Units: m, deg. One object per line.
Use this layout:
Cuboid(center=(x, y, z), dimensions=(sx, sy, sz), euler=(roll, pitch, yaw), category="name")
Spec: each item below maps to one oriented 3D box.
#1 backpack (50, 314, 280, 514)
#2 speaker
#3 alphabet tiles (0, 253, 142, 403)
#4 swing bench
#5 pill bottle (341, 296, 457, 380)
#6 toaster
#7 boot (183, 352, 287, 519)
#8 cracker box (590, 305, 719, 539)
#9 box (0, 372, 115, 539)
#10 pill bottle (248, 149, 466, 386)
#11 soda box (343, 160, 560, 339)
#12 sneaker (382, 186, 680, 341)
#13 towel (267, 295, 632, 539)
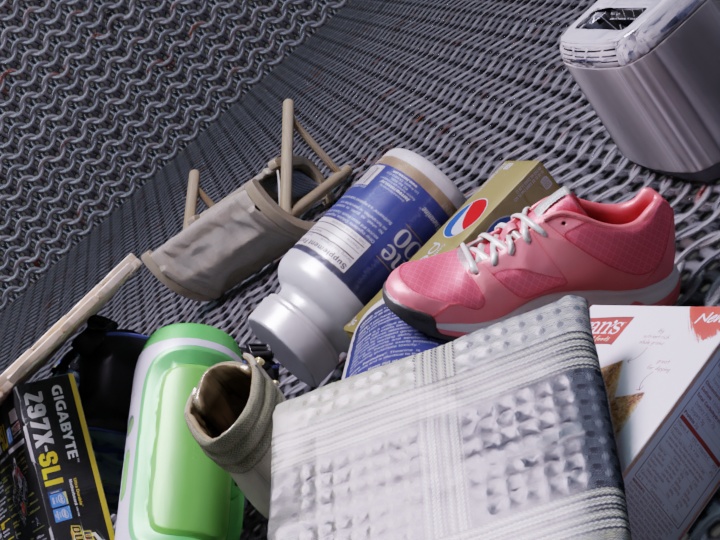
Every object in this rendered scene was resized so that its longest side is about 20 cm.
Cuboid(center=(-0.178, 0.131, 1.101), dimensions=(0.200, 0.181, 0.149), euler=(160, 118, -64), category="backpack")
Cuboid(center=(-0.126, 0.142, 0.932), dimensions=(0.088, 0.088, 0.202), euler=(-29, 46, 35), category="speaker")
Cuboid(center=(-0.245, 0.064, 0.996), dimensions=(0.200, 0.015, 0.195), euler=(-49, 7, -39), category="alphabet tiles")
Cuboid(center=(-0.137, -0.070, 1.629), dimensions=(0.198, 0.130, 0.201), euler=(-30, 26, 32), category="swing bench")
Cuboid(center=(0.041, 0.081, 0.875), dimensions=(0.110, 0.111, 0.201), euler=(-34, 19, 22), category="pill bottle")
Cuboid(center=(0.235, -0.150, 0.988), dimensions=(0.113, 0.129, 0.200), euler=(-42, 17, -1), category="toaster")
Cuboid(center=(-0.053, 0.119, 0.909), dimensions=(0.072, 0.155, 0.200), euler=(-38, 18, 7), category="boot")
Cuboid(center=(0.125, 0.107, 0.717), dimensions=(0.200, 0.058, 0.134), euler=(-47, 19, -21), category="cracker box")
Cuboid(center=(-0.240, 0.179, 1.003), dimensions=(0.049, 0.162, 0.200), euler=(-10, -12, -27), category="box")
Cuboid(center=(0.000, 0.000, 1.140), dimensions=(0.200, 0.111, 0.111), euler=(-46, 17, -15), category="pill bottle")
Cuboid(center=(0.083, 0.004, 1.048), dimensions=(0.200, 0.068, 0.064), euler=(-46, 18, -13), category="soda box")
Cuboid(center=(0.109, -0.014, 0.843), dimensions=(0.197, 0.088, 0.074), euler=(-7, 31, -8), category="sneaker")
Cuboid(center=(0.039, 0.114, 0.682), dimensions=(0.198, 0.035, 0.194), euler=(-20, 39, 17), category="towel")
